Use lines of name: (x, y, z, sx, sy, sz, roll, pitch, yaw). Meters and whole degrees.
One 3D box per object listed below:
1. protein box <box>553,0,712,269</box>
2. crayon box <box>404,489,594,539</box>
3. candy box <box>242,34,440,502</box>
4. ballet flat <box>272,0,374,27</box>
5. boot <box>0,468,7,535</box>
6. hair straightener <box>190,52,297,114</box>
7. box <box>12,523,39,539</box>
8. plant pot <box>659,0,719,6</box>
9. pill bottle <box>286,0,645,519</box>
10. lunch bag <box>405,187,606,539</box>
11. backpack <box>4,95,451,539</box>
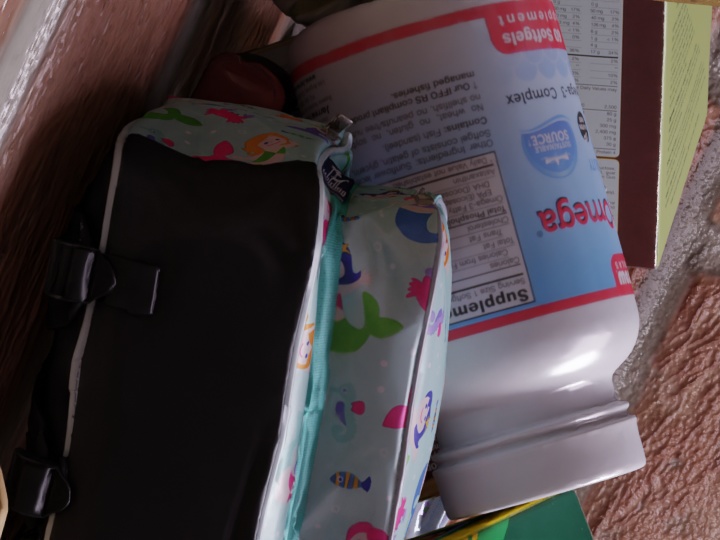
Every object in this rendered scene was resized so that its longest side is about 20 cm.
protein box: (0.111, -0.139, 1.509, 0.199, 0.134, 0.201, -63, 155, -59)
crayon box: (-0.023, 0.156, 1.116, 0.199, 0.059, 0.172, -23, 177, 29)
candy box: (0.000, 0.000, 1.219, 0.115, 0.055, 0.201, -4, 77, -83)
ballet flat: (-0.015, -0.133, 1.112, 0.200, 0.069, 0.070, 87, 28, -75)
boot: (-0.148, 0.132, 0.942, 0.175, 0.066, 0.201, -58, 170, -54)
hair straightener: (-0.079, 0.003, 1.155, 0.077, 0.041, 0.201, -37, 151, -78)
box: (-0.096, 0.096, 1.185, 0.110, 0.035, 0.200, -32, -165, 35)
plant pot: (0.104, -0.196, 1.211, 0.186, 0.199, 0.187, 24, 90, -86)
pill bottle: (0.047, -0.009, 1.113, 0.109, 0.108, 0.201, 18, 56, -85)
lunch bag: (0.010, 0.005, 1.348, 0.127, 0.169, 0.201, -49, 163, -66)
backpack: (-0.044, 0.027, 1.011, 0.200, 0.150, 0.179, -117, -143, -79)
